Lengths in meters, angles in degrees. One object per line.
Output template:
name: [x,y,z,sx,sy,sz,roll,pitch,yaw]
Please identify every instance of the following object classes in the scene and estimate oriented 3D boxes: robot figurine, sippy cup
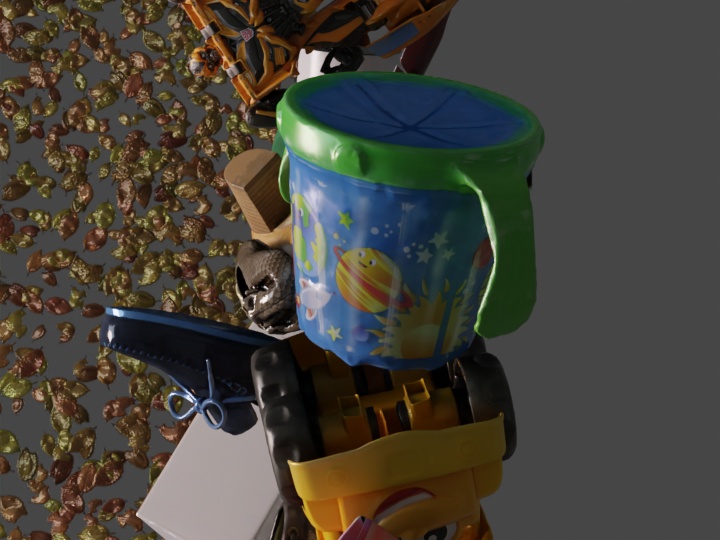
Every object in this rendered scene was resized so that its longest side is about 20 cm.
robot figurine: [-0.022,-0.178,1.002,0.145,0.200,0.058,56,-178,-9]
sippy cup: [0.020,-0.023,0.857,0.178,0.139,0.131,-83,-1,-68]

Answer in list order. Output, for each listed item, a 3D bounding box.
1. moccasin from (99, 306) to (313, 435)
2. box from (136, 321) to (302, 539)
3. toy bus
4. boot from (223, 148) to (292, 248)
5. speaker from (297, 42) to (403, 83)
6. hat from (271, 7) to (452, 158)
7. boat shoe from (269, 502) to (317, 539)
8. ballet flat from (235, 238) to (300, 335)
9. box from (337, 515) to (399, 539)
moccasin: [-0.071,0.074,1.028,0.080,0.199,0.069,-162,89,-73]
box: [-0.055,0.135,1.209,0.201,0.097,0.125,-59,-30,-17]
toy bus: [0.020,0.133,0.931,0.200,0.135,0.193,-114,15,-74]
boot: [-0.001,0.000,1.048,0.201,0.071,0.144,28,158,51]
speaker: [-0.015,-0.074,1.243,0.081,0.081,0.201,-105,19,-75]
hat: [0.055,-0.088,1.114,0.176,0.166,0.200,-43,-10,-21]
boat shoe: [-0.063,0.245,1.052,0.201,0.065,0.073,-67,8,-18]
ballet flat: [-0.057,0.017,1.009,0.067,0.046,0.200,50,171,-6]
box: [0.000,0.223,0.843,0.095,0.102,0.200,-47,-14,-28]
